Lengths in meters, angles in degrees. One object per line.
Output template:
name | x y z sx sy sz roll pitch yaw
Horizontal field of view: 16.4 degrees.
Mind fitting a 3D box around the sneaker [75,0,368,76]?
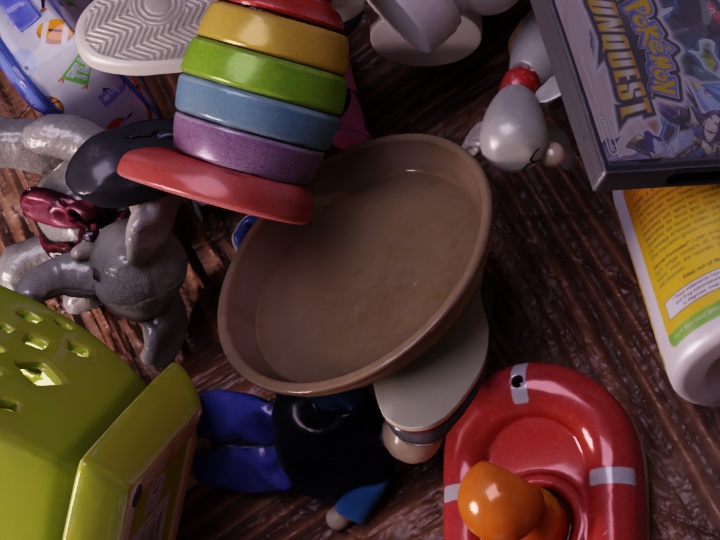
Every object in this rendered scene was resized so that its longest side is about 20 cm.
sneaker | -0.090 -0.156 1.656 0.199 0.085 0.075 -11 67 -10

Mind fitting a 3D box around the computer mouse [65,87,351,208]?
computer mouse | -0.100 -0.093 1.642 0.199 0.034 0.059 -22 45 -15

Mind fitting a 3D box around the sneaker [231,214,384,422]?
sneaker | -0.020 0.037 1.648 0.075 0.088 0.200 -47 57 -2

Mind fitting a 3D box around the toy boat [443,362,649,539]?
toy boat | 0.100 0.149 1.508 0.130 0.131 0.201 -10 63 22

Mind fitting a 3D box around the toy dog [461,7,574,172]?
toy dog | 0.140 -0.122 1.622 0.096 0.132 0.200 26 64 -2

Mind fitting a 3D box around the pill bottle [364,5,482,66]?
pill bottle | 0.043 -0.247 1.734 0.112 0.112 0.201 -11 63 22

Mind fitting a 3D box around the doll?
doll | -0.038 0.105 1.619 0.199 0.137 0.048 -2 24 31

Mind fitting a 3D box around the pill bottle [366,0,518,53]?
pill bottle | 0.088 -0.236 1.602 0.200 0.112 0.112 -44 55 -5

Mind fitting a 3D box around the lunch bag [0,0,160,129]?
lunch bag | -0.233 -0.175 1.812 0.076 0.160 0.200 -40 56 4

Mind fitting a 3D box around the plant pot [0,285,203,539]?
plant pot | -0.215 0.145 1.591 0.181 0.200 0.200 17 112 10

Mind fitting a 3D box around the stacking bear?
stacking bear | -0.058 -0.139 1.558 0.114 0.121 0.201 19 96 45

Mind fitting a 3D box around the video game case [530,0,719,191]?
video game case | 0.198 -0.142 1.523 0.180 0.026 0.201 -4 61 -21

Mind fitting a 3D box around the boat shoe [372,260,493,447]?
boat shoe | 0.048 0.045 1.580 0.071 0.063 0.200 4 40 5

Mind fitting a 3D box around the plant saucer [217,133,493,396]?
plant saucer | 0.000 0.000 1.563 0.200 0.029 0.201 -22 42 22

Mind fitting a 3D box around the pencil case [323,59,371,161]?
pencil case | -0.049 -0.150 1.754 0.090 0.094 0.201 0 57 -23

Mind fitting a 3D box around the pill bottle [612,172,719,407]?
pill bottle | 0.219 -0.027 1.541 0.111 0.111 0.201 -23 59 16

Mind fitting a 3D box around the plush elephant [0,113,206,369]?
plush elephant | -0.178 -0.017 1.709 0.199 0.165 0.155 -7 35 -2
